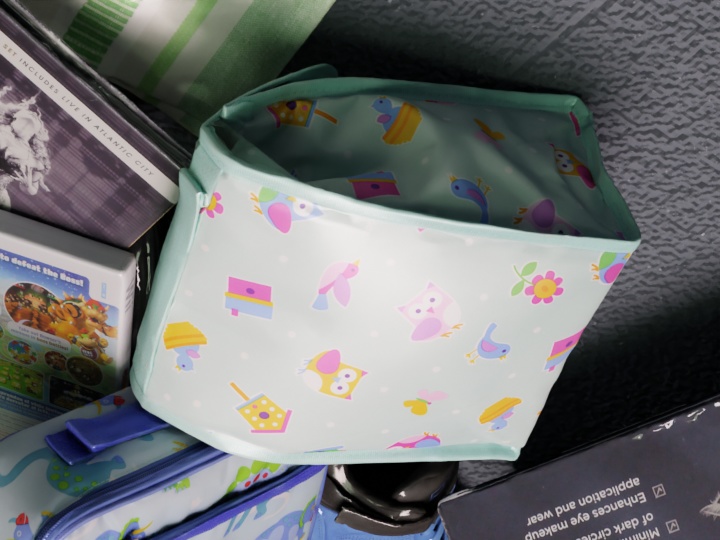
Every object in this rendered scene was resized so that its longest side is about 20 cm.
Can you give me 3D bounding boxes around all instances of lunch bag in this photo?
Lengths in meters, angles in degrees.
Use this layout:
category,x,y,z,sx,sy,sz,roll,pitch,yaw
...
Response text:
category,x,y,z,sx,sy,sz,roll,pitch,yaw
lunch bag,0.000,0.000,0.973,0.199,0.122,0.171,4,135,-20
lunch bag,-0.107,0.130,1.029,0.082,0.200,0.161,36,127,30

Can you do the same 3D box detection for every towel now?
category,x,y,z,sx,sy,sz,roll,pitch,yaw
towel,-0.110,-0.145,0.931,0.199,0.023,0.153,26,129,-17

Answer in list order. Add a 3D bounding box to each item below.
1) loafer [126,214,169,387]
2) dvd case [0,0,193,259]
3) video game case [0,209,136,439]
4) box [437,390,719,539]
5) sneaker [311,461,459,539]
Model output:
category,x,y,z,sx,sy,sz,roll,pitch,yaw
loafer,-0.137,0.037,1.068,0.070,0.068,0.201,11,133,-7
dvd case,-0.181,-0.045,0.989,0.149,0.016,0.200,42,134,-10
video game case,-0.183,0.048,1.044,0.143,0.018,0.201,18,134,9
box,0.175,0.170,1.066,0.196,0.201,0.117,-24,171,24
sneaker,0.038,0.138,1.139,0.199,0.077,0.111,30,138,-13
